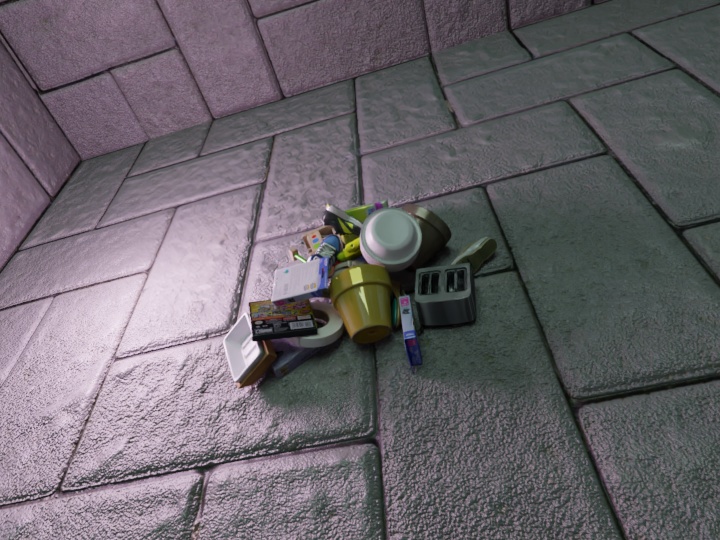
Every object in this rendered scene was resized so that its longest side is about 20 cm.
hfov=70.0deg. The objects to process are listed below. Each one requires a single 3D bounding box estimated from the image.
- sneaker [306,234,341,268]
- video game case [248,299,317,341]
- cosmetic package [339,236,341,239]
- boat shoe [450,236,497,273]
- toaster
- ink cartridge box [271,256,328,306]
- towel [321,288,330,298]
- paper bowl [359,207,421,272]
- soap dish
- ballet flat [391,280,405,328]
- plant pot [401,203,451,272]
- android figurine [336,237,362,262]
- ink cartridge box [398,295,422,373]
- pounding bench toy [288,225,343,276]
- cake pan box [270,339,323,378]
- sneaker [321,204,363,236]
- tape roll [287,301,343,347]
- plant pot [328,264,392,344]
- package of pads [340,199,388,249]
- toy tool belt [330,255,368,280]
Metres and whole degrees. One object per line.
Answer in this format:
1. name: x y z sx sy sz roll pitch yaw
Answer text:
1. sneaker: -0.124 -0.043 1.732 0.080 0.147 0.202 29 80 2
2. video game case: -0.244 0.147 1.601 0.196 0.026 0.182 -5 32 -14
3. cosmetic package: 0.011 -0.166 1.955 0.197 0.105 0.087 -25 19 -3
4. boat shoe: 0.361 -0.039 1.707 0.198 0.076 0.068 -34 21 -13
5. toaster: 0.258 0.077 1.575 0.177 0.120 0.202 -7 41 17
6. ink cartridge box: -0.182 0.035 1.609 0.197 0.042 0.121 -16 52 22
7. towel: -0.162 0.070 1.734 0.146 0.199 0.037 8 86 33
8. paper bowl: 0.096 -0.107 1.627 0.196 0.105 0.205 0 67 0
9. soap dish: -0.348 0.247 1.619 0.158 0.081 0.201 -48 44 16
10. ballet flat: 0.123 0.103 1.653 0.062 0.069 0.202 7 41 -14
11. plant pot: 0.188 -0.097 1.770 0.198 0.200 0.175 20 70 38
12. android figurine: 0.019 -0.080 1.764 0.197 0.181 0.042 -26 78 21
13. ink cartridge box: 0.147 0.185 1.500 0.041 0.121 0.202 -10 40 9
14. pounding bench toy: -0.159 -0.051 1.896 0.197 0.126 0.157 -22 40 -2
15. cake pan box: -0.226 0.228 1.671 0.198 0.053 0.184 -34 44 -16
16. sneaker: -0.047 -0.151 1.801 0.086 0.198 0.074 -58 2 7
17. tape roll: -0.151 0.169 1.636 0.198 0.038 0.204 1 32 -1
18. plant pot: 0.015 0.114 1.588 0.197 0.202 0.192 -17 61 4
19. package of pads: 0.018 -0.158 1.876 0.196 0.158 0.068 -15 12 -6
20. toy tool belt: 0.000 0.000 1.765 0.197 0.126 0.124 -17 28 36
